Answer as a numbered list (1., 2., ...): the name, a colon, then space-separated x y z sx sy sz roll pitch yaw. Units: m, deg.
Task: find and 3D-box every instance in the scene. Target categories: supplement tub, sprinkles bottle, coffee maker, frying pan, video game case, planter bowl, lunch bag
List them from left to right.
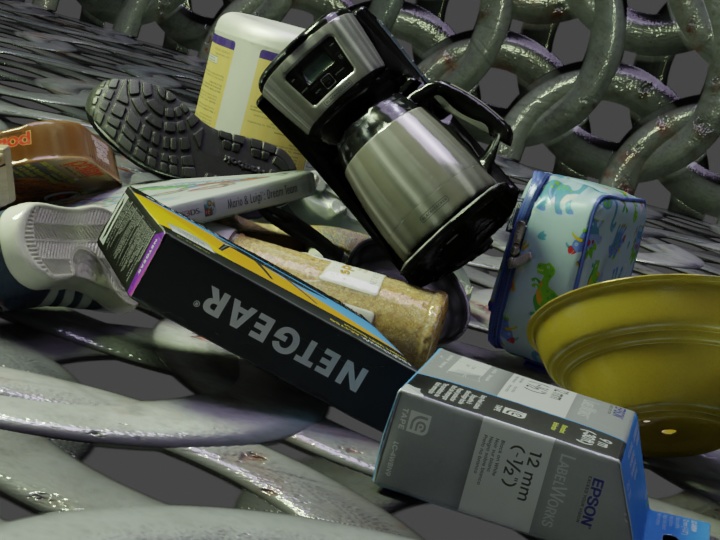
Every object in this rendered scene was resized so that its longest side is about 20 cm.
1. video game case: -0.166 -0.052 1.356 0.199 0.024 0.181 0 11 40
2. supplement tub: -0.090 -0.135 1.653 0.144 0.202 0.145 15 10 -3
3. sprinkles bottle: -0.035 0.022 1.297 0.198 0.069 0.068 17 10 5
4. frying pan: 0.004 0.013 1.392 0.188 0.031 0.116 11 45 -24
5. coffee maker: 0.018 -0.092 1.364 0.200 0.134 0.192 51 -17 11
6. lunch bag: 0.177 0.003 1.465 0.082 0.162 0.200 17 7 20
7. planter bowl: 0.216 0.080 1.209 0.198 0.084 0.201 2 -24 1

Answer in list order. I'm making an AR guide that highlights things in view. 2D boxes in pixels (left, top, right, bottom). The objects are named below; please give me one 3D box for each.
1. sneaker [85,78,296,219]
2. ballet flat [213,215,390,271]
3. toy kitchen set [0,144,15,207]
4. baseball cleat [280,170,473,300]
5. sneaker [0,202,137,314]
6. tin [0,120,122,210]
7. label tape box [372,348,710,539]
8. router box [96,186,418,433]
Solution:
1. sneaker: -0.161 -0.094 1.512 0.199 0.076 0.087 27 -28 -20
2. ballet flat: -0.065 -0.005 1.431 0.198 0.071 0.071 11 10 -12
3. toy kitchen set: -0.355 -0.108 1.098 0.198 0.182 0.163 1 15 16
4. baseball cleat: 0.008 -0.018 1.586 0.199 0.070 0.106 37 -39 -12
5. sneaker: -0.220 -0.004 1.174 0.084 0.076 0.200 -15 -13 15
6. tin: -0.263 -0.084 1.412 0.111 0.042 0.200 -9 -7 4
7. label tape box: 0.120 0.114 1.026 0.198 0.067 0.143 15 10 10
8. router box: -0.069 0.024 1.135 0.199 0.051 0.149 29 4 -22
